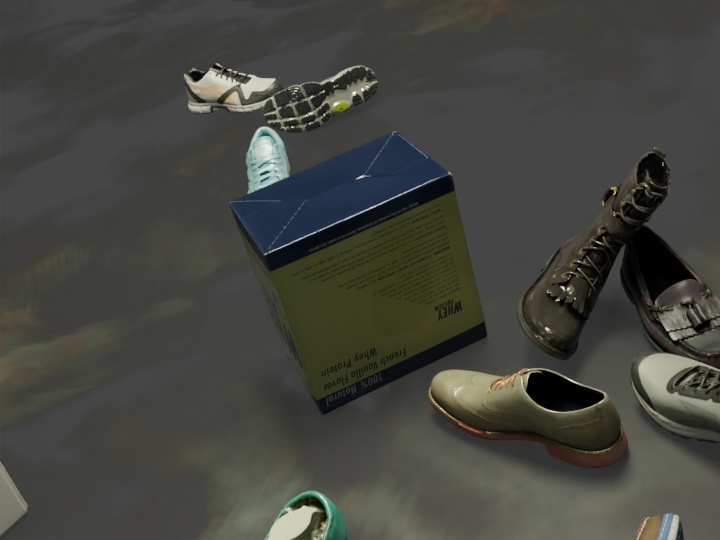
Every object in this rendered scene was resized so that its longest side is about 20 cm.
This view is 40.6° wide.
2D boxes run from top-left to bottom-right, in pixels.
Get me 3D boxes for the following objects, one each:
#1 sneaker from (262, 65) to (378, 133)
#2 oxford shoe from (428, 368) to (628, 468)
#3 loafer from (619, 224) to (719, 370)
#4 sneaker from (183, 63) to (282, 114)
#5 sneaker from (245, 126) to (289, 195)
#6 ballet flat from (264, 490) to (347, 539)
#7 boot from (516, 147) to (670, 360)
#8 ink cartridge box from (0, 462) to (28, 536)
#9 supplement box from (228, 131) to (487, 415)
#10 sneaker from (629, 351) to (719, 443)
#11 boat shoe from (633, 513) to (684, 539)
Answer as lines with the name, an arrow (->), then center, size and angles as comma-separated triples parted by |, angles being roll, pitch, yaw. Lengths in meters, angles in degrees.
sneaker -> -0.066, -0.279, 1.610 | 0.199, 0.078, 0.080 | -20, 12, -13
oxford shoe -> 0.145, 0.112, 0.881 | 0.199, 0.074, 0.071 | 9, 40, 36
loafer -> 0.302, 0.025, 0.949 | 0.072, 0.063, 0.200 | -17, 32, -1
sneaker -> -0.234, -0.328, 1.743 | 0.199, 0.080, 0.074 | 0, 34, 24
sneaker -> -0.139, -0.146, 1.411 | 0.074, 0.082, 0.200 | -19, 32, 0
ballet flat -> -0.077, 0.254, 0.776 | 0.067, 0.071, 0.200 | 5, 38, 31
boot -> 0.234, -0.024, 0.953 | 0.069, 0.174, 0.200 | 31, 40, -1
ink cartridge box -> -0.460, 0.235, 0.980 | 0.199, 0.085, 0.145 | 10, 41, 37
supplement box -> 0.000, 0.000, 1.005 | 0.199, 0.200, 0.134 | -24, 32, -11
sneaker -> 0.307, 0.108, 0.805 | 0.074, 0.080, 0.200 | -32, 33, -19
boat shoe -> 0.171, 0.244, 0.668 | 0.072, 0.072, 0.200 | 4, 38, 33
